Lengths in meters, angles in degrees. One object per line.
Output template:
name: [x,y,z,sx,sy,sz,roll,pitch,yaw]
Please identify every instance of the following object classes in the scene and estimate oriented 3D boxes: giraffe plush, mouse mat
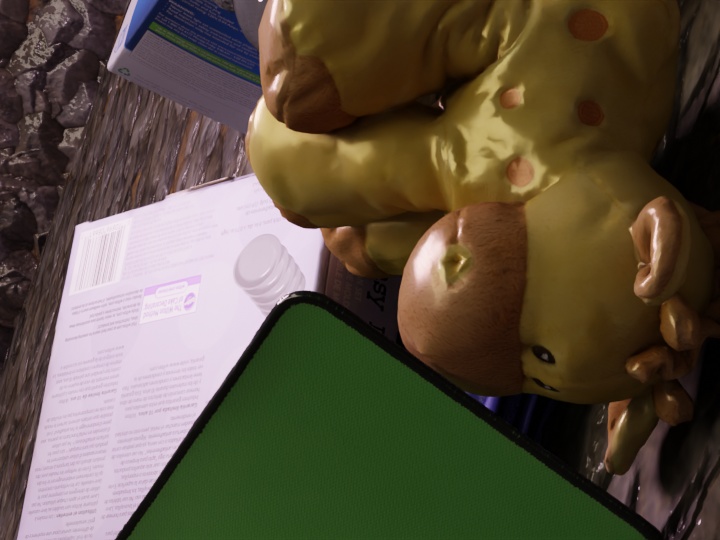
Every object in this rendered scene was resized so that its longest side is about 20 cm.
giraffe plush: [0.064,-0.018,0.818,0.200,0.173,0.163,-22,54,19]
mouse mat: [-0.005,0.115,0.836,0.200,0.161,0.008,-54,1,33]

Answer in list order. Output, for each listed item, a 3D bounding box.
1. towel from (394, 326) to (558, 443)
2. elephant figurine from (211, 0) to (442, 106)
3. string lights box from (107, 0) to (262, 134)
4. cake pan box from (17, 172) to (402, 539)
towel: [0.003,0.050,0.977,0.200,0.049,0.148,-1,65,50]
elephant figurine: [0.042,-0.152,0.939,0.200,0.155,0.142,-63,28,29]
string lights box: [-0.035,-0.140,1.101,0.200,0.103,0.059,-43,27,56]
cake pan box: [-0.069,0.057,0.987,0.200,0.052,0.185,-14,60,46]
